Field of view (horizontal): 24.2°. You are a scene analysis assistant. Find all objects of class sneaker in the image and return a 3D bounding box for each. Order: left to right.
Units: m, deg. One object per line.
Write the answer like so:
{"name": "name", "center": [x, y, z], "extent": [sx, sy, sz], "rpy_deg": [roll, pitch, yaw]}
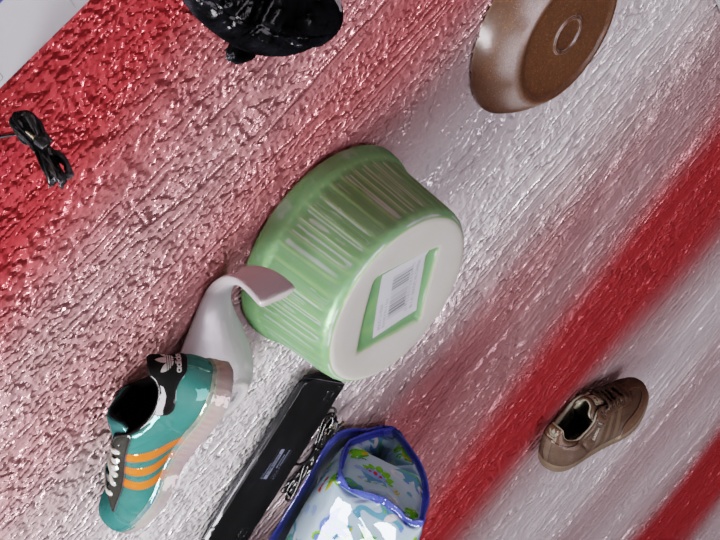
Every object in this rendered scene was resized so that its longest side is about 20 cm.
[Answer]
{"name": "sneaker", "center": [-0.184, 0.139, 1.397], "extent": [0.080, 0.072, 0.200], "rpy_deg": [18, 123, -26]}
{"name": "sneaker", "center": [0.314, 0.189, 2.202], "extent": [0.200, 0.070, 0.076], "rpy_deg": [-35, 146, -32]}

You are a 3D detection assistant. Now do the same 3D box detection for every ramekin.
{"name": "ramekin", "center": [0.000, 0.000, 1.475], "extent": [0.200, 0.098, 0.201], "rpy_deg": [-37, 148, -28]}

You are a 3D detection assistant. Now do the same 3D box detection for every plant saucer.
{"name": "plant saucer", "center": [0.182, -0.227, 1.567], "extent": [0.200, 0.037, 0.201], "rpy_deg": [-37, 148, -27]}

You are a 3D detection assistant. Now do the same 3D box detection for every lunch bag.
{"name": "lunch bag", "center": [-0.011, 0.261, 1.730], "extent": [0.171, 0.127, 0.200], "rpy_deg": [-60, -179, 16]}

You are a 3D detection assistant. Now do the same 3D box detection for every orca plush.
{"name": "orca plush", "center": [-0.060, -0.191, 1.196], "extent": [0.105, 0.071, 0.200], "rpy_deg": [-53, 152, 0]}

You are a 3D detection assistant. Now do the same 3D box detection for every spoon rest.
{"name": "spoon rest", "center": [-0.117, 0.064, 1.430], "extent": [0.099, 0.061, 0.200], "rpy_deg": [-23, 153, -42]}

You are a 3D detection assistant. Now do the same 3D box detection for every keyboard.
{"name": "keyboard", "center": [-0.078, 0.187, 1.654], "extent": [0.200, 0.021, 0.127], "rpy_deg": [-57, 151, 9]}

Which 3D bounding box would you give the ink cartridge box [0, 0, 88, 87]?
{"name": "ink cartridge box", "center": [-0.196, -0.195, 1.019], "extent": [0.200, 0.039, 0.100], "rpy_deg": [-46, 151, -12]}

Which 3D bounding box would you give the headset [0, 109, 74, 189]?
{"name": "headset", "center": [-0.271, -0.024, 1.037], "extent": [0.200, 0.094, 0.124], "rpy_deg": [-41, 152, 0]}

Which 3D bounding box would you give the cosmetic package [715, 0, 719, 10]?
{"name": "cosmetic package", "center": [0.472, -0.330, 1.755], "extent": [0.165, 0.165, 0.200], "rpy_deg": [-54, 153, 1]}
